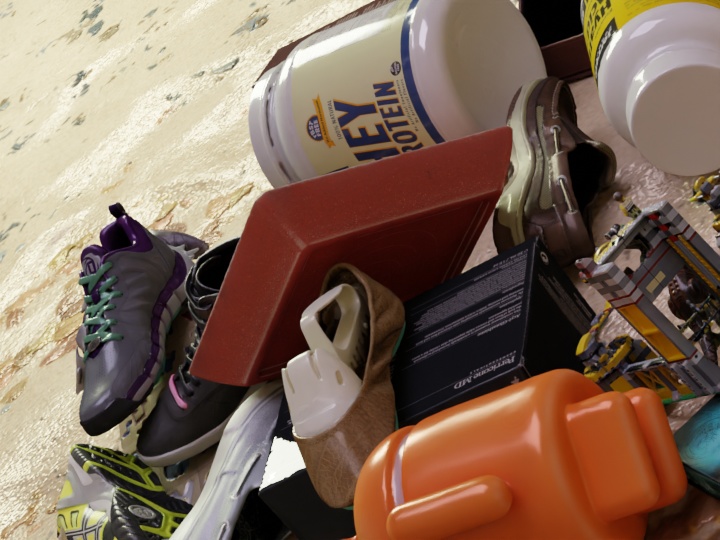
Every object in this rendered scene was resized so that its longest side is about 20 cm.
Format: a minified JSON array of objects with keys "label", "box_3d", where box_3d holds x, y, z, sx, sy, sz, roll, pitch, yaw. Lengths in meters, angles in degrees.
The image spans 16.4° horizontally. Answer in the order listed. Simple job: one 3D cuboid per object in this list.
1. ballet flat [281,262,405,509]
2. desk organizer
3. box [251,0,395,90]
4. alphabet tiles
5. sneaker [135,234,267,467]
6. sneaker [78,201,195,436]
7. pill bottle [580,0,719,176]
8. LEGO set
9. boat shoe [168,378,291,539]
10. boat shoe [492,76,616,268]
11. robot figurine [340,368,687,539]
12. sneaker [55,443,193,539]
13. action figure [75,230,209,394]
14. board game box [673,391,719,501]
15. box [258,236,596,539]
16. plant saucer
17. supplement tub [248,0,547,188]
[{"label":"ballet flat","box_3d":[-0.013,0.061,1.523,0.068,0.072,0.200,-27,28,25]},{"label":"desk organizer","box_3d":[0.200,-0.209,1.875,0.200,0.077,0.072,-16,32,43]},{"label":"box","box_3d":[0.023,-0.162,2.023,0.200,0.100,0.075,-23,22,31]},{"label":"alphabet tiles","box_3d":[-0.111,0.088,1.809,0.166,0.006,0.200,-36,41,21]},{"label":"sneaker","box_3d":[-0.106,0.049,1.747,0.200,0.099,0.071,-43,40,11]},{"label":"sneaker","box_3d":[-0.186,0.036,1.827,0.074,0.088,0.200,-32,24,29]},{"label":"pill bottle","box_3d":[0.213,-0.144,1.699,0.111,0.111,0.200,-33,24,15]},{"label":"LEGO set","box_3d":[0.188,-0.014,1.461,0.200,0.116,0.154,-46,9,-11]},{"label":"boat shoe","box_3d":[-0.064,0.155,1.642,0.071,0.070,0.201,-1,46,38]},{"label":"boat shoe","box_3d":[0.143,-0.067,1.730,0.075,0.075,0.202,-14,38,20]},{"label":"robot figurine","box_3d":[0.082,0.127,1.402,0.200,0.117,0.144,-22,28,28]},{"label":"sneaker","box_3d":[-0.157,0.189,1.726,0.200,0.075,0.077,40,114,62]},{"label":"action figure","box_3d":[-0.181,0.029,1.977,0.200,0.069,0.130,-66,-1,-67]},{"label":"board game box","box_3d":[0.270,0.055,1.362,0.200,0.028,0.135,-43,23,-9]},{"label":"box","box_3d":[0.044,0.084,1.582,0.200,0.079,0.141,-27,24,25]},{"label":"plant saucer","box_3d":[0.000,0.000,1.653,0.199,0.037,0.200,-17,-30,-30]},{"label":"supplement tub","box_3d":[0.027,-0.127,1.899,0.200,0.145,0.145,-19,31,40]}]
